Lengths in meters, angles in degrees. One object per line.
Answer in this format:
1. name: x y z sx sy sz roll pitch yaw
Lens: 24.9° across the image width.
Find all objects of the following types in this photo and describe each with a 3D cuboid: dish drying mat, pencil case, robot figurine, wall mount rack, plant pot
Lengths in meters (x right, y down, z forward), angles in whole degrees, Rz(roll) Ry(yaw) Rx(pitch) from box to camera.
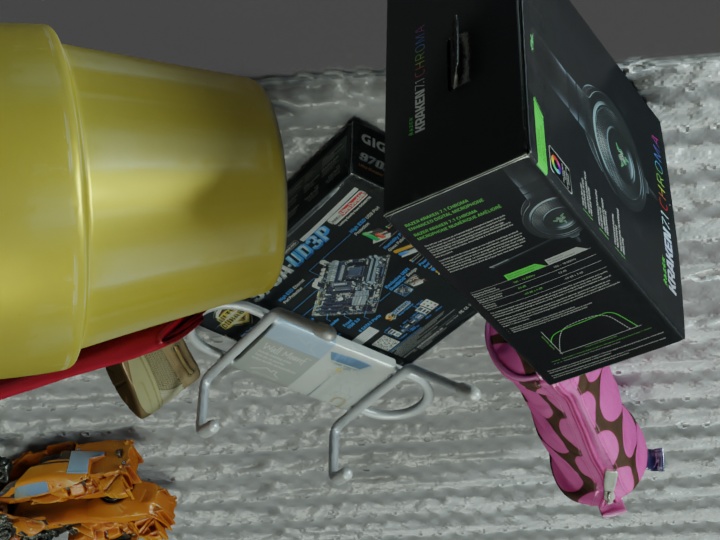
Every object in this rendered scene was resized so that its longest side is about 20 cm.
1. dish drying mat: -0.187 0.056 1.056 0.198 0.077 0.018 -16 104 29
2. pencil case: 0.155 0.095 1.194 0.090 0.095 0.201 -14 139 18
3. robot figurine: -0.262 0.194 1.352 0.198 0.059 0.146 -12 139 14
4. wall mount rack: -0.018 0.075 1.110 0.198 0.075 0.174 23 138 -27
5. plant pot: -0.148 -0.044 0.958 0.186 0.202 0.202 -4 144 -18

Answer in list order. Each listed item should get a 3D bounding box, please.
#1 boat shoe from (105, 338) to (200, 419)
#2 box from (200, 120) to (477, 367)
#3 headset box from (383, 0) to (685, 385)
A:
1. boat shoe: -0.158 0.012 1.126 0.064 0.071 0.201 -29 136 -19
2. box: 0.000 0.000 1.114 0.158 0.046 0.200 24 136 -27
3. headset box: 0.095 -0.066 0.927 0.092 0.176 0.200 -22 135 27
